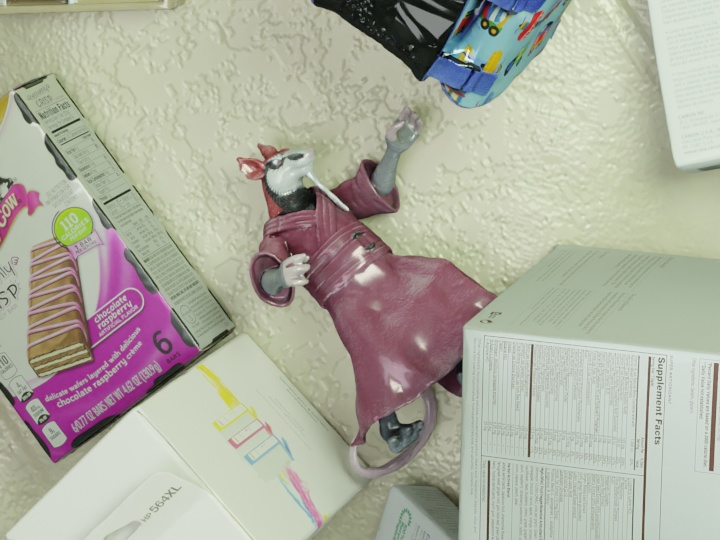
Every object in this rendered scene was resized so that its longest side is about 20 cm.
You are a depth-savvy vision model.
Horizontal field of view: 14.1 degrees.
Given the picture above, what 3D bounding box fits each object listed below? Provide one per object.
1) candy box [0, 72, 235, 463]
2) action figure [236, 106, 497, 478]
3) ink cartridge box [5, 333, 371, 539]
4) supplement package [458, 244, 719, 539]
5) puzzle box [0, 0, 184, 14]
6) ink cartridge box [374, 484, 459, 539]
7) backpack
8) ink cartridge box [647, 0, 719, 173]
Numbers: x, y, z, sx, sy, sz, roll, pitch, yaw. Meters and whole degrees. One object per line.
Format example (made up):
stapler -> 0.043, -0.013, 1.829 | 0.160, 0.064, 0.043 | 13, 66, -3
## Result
candy box -> -0.192, -0.002, 1.809 | 0.136, 0.061, 0.200 | -37, 89, 24
action figure -> 0.000, 0.000, 1.739 | 0.200, 0.134, 0.149 | 49, 157, 16
ink cartridge box -> -0.104, 0.145, 1.738 | 0.125, 0.200, 0.129 | 47, 114, 3
supplement package -> 0.177, 0.085, 1.626 | 0.199, 0.191, 0.148 | 6, 106, 19
puzzle box -> -0.178, -0.256, 1.758 | 0.132, 0.025, 0.201 | 0, 103, 19
ink cartridge box -> 0.055, 0.261, 1.739 | 0.200, 0.043, 0.197 | 41, 120, 48
backpack -> 0.078, -0.214, 1.587 | 0.134, 0.183, 0.201 | 36, 115, 5
ink cartridge box -> 0.240, -0.167, 1.631 | 0.161, 0.050, 0.201 | -10, 82, 23
